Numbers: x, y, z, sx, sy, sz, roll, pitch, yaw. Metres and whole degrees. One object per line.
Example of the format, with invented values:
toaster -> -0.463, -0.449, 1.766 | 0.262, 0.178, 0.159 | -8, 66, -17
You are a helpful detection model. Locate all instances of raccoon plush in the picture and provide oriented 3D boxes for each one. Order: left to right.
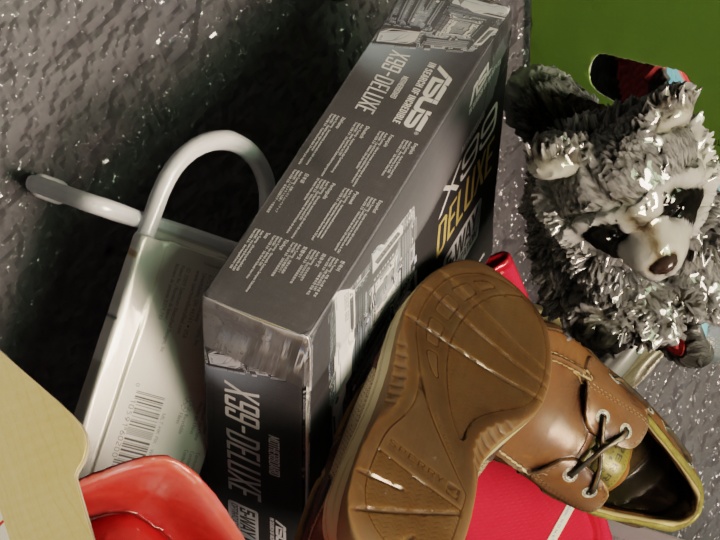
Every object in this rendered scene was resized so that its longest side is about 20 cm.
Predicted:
raccoon plush -> 0.086, -0.053, 1.028 | 0.097, 0.200, 0.134 | -38, 137, -9

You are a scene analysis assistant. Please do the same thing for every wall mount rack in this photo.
wall mount rack -> -0.080, 0.041, 1.013 | 0.174, 0.074, 0.201 | 19, 89, -45

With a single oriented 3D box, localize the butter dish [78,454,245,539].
butter dish -> -0.112, 0.199, 0.921 | 0.200, 0.148, 0.200 | -23, 128, 9

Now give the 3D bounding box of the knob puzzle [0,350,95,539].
knob puzzle -> -0.190, 0.091, 0.865 | 0.030, 0.219, 0.220 | 88, 26, -82

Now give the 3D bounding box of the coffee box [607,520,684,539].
coffee box -> 0.186, 0.273, 1.266 | 0.198, 0.199, 0.200 | 45, 68, -44

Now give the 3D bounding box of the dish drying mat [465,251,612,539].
dish drying mat -> 0.068, 0.083, 1.196 | 0.077, 0.018, 0.200 | -25, 127, -4

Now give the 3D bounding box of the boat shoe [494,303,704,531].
boat shoe -> 0.101, 0.071, 1.122 | 0.072, 0.068, 0.200 | -55, 143, 8

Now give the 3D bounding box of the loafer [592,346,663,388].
loafer -> 0.163, -0.003, 1.246 | 0.200, 0.075, 0.070 | -52, 131, -20

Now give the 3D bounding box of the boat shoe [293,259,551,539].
boat shoe -> 0.019, 0.070, 0.984 | 0.072, 0.072, 0.200 | 39, 38, -10

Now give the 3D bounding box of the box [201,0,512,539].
box -> 0.000, 0.000, 1.021 | 0.158, 0.050, 0.200 | 93, 23, -49

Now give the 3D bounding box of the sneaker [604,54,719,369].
sneaker -> 0.177, -0.049, 1.176 | 0.095, 0.079, 0.201 | 5, 69, -14

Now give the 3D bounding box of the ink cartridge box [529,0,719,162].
ink cartridge box -> 0.106, -0.147, 1.086 | 0.076, 0.148, 0.201 | -18, 115, -42
